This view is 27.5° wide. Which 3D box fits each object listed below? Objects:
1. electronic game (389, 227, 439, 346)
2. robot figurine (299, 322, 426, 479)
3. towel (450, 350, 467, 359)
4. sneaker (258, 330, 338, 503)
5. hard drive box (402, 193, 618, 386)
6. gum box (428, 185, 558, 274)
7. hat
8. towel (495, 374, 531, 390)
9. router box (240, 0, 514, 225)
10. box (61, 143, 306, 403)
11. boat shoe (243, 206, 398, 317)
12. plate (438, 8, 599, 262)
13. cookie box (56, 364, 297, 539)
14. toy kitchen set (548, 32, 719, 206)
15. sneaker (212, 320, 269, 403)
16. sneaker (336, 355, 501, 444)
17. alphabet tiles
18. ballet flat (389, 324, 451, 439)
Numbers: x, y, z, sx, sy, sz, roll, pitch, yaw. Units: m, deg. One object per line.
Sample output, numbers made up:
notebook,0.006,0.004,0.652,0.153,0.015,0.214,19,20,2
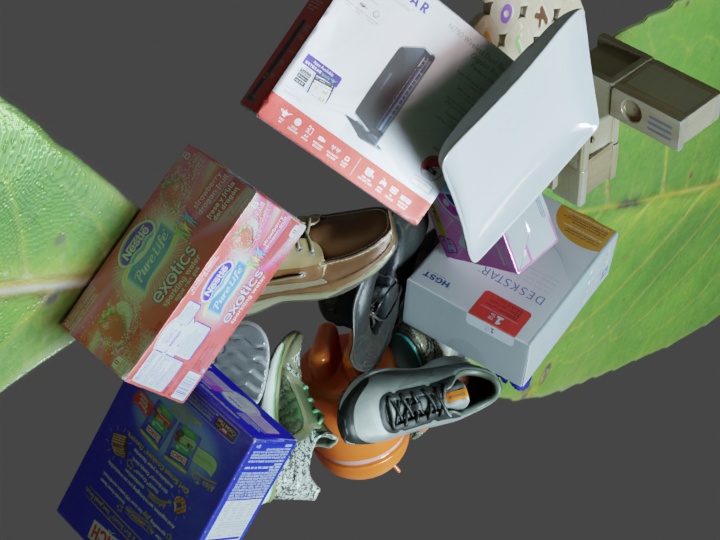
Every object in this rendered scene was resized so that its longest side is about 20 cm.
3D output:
electronic game,0.067,0.028,1.714,0.200,0.042,0.200,-46,157,-25
robot figurine,-0.009,0.151,1.640,0.144,0.117,0.200,-24,128,-16
towel,0.115,0.089,1.825,0.193,0.034,0.200,-38,151,-63
sneaker,-0.067,0.159,1.532,0.077,0.088,0.201,117,-16,-59
hard drive box,0.165,0.007,1.614,0.200,0.156,0.077,-49,157,-34
gum box,0.113,-0.103,1.501,0.066,0.113,0.200,-38,120,-26
hat,0.000,0.000,1.534,0.201,0.081,0.201,17,90,-73
towel,0.195,0.027,1.799,0.148,0.049,0.201,-95,-167,-63
router box,0.021,-0.168,1.338,0.200,0.049,0.180,32,93,-29
box,-0.156,0.004,1.309,0.200,0.095,0.103,-55,151,1
boat shoe,-0.065,-0.014,1.374,0.199,0.076,0.074,-20,141,10
plate,0.146,-0.127,1.383,0.200,0.032,0.200,-48,153,-13
cookie box,-0.179,0.196,1.404,0.075,0.171,0.200,12,112,-55
toy kitchen set,0.292,-0.132,1.733,0.163,0.180,0.200,-34,141,-29
sneaker,-0.144,0.138,1.520,0.082,0.075,0.200,-77,-173,-73
sneaker,0.062,0.134,1.550,0.200,0.079,0.074,-15,99,-32
alphabet tiles,0.177,-0.287,1.542,0.200,0.015,0.196,-54,143,-14
ballet flat,0.071,0.115,1.684,0.075,0.068,0.200,-31,146,-25
